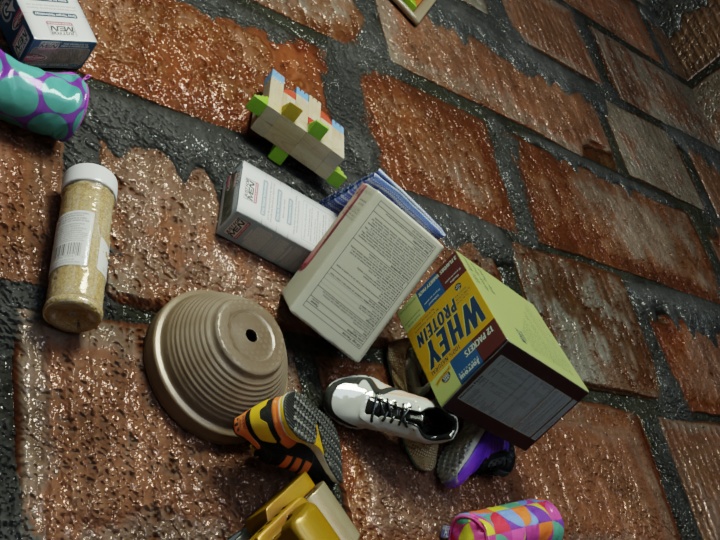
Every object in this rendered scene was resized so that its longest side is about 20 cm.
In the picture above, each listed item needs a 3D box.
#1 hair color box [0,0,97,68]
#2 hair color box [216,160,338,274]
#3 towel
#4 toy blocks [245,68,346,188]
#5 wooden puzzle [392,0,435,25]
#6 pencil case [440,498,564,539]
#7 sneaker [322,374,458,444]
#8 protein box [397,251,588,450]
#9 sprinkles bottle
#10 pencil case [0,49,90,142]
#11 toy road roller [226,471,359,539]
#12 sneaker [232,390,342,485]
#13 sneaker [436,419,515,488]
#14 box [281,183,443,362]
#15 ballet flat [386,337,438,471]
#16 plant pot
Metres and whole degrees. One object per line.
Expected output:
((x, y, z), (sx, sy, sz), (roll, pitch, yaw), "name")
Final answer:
((-0.445, -0.372, 1.215), (0.099, 0.060, 0.203), (-12, 70, -49), "hair color box")
((-0.109, -0.063, 1.319), (0.198, 0.060, 0.101), (29, 42, -29), "hair color box")
((0.024, -0.074, 1.363), (0.144, 0.199, 0.024), (41, 62, -16), "towel")
((-0.099, -0.240, 1.459), (0.198, 0.100, 0.138), (33, 30, -23), "toy blocks")
((0.095, -0.659, 2.030), (0.185, 0.037, 0.201), (44, 38, -11), "wooden puzzle")
((0.205, 0.376, 1.281), (0.197, 0.088, 0.090), (4, 57, -42), "pencil case")
((0.045, 0.189, 1.225), (0.195, 0.080, 0.076), (14, 81, -15), "sneaker")
((0.189, 0.118, 1.312), (0.198, 0.135, 0.200), (31, 22, -36), "protein box")
((-0.327, -0.029, 1.058), (0.067, 0.068, 0.204), (22, 47, -32), "sprinkles bottle")
((-0.434, -0.231, 1.093), (0.197, 0.084, 0.095), (21, 75, -35), "pencil case")
((-0.059, 0.308, 1.002), (0.124, 0.145, 0.199), (53, 37, 3), "toy road roller")
((-0.086, 0.211, 1.104), (0.201, 0.088, 0.071), (59, 21, -52), "sneaker")
((0.188, 0.275, 1.351), (0.100, 0.069, 0.200), (51, 38, -4), "sneaker")
((0.000, 0.000, 1.252), (0.127, 0.201, 0.109), (38, 2, -16), "box")
((0.086, 0.187, 1.317), (0.070, 0.065, 0.204), (12, 53, -45), "ballet flat")
((-0.158, 0.102, 1.110), (0.198, 0.092, 0.204), (26, 45, -29), "plant pot")
